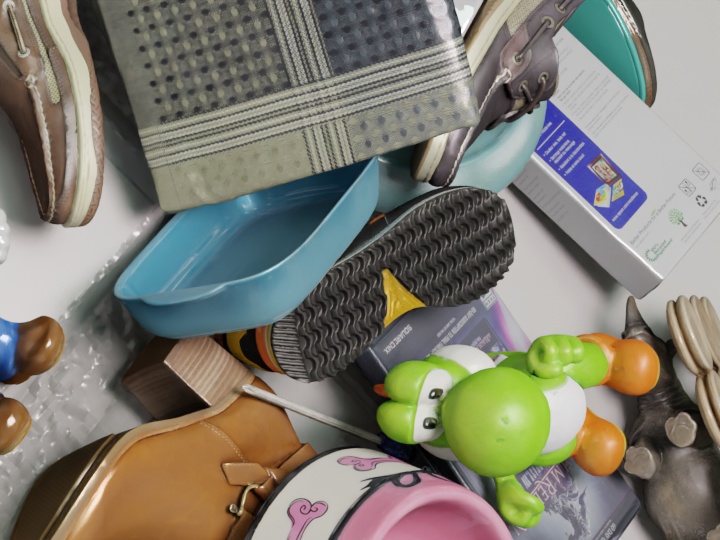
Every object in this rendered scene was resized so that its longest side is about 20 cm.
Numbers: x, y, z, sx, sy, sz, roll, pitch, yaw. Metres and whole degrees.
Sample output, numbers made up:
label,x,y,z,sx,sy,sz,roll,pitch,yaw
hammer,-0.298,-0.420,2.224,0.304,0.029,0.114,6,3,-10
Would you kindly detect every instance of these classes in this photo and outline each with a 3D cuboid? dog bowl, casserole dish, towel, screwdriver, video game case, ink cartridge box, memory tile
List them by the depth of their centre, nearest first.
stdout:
label,x,y,z,sx,sy,sz,roll,pitch,yaw
dog bowl,0.017,0.199,1.421,0.200,0.074,0.201,-1,91,-50
towel,-0.049,-0.147,1.447,0.200,0.035,0.193,-15,101,5
casserole dish,-0.058,-0.016,1.448,0.200,0.121,0.039,-54,129,-53
screwdriver,0.003,0.093,1.484,0.200,0.029,0.028,30,45,-47
video game case,0.086,0.099,1.555,0.200,0.019,0.143,55,36,-6
memory tile,0.241,0.110,1.627,0.200,0.017,0.153,69,14,5
ink cartridge box,0.140,-0.084,1.648,0.200,0.039,0.099,45,57,0

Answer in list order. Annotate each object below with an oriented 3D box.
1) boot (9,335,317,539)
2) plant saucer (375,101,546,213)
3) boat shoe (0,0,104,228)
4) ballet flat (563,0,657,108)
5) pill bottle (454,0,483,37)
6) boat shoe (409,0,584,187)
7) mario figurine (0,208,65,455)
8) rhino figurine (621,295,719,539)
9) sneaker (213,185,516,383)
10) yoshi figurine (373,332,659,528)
label,x,y,z,sx,sy,sz,roll,pitch,yaw
boot,-0.093,0.141,1.412,0.155,0.074,0.200,48,57,-17
plant saucer,0.028,-0.130,1.584,0.200,0.027,0.200,7,68,-18
boat shoe,-0.194,-0.118,1.438,0.075,0.075,0.203,-4,70,-21
ballet flat,0.138,-0.194,1.684,0.200,0.068,0.068,51,45,-10
pill bottle,-0.027,-0.185,1.506,0.200,0.111,0.111,30,58,-1
boat shoe,0.091,-0.125,1.551,0.065,0.072,0.200,29,57,-3
mario figurine,-0.241,0.015,1.328,0.200,0.106,0.124,35,23,-28
rhino figurine,0.197,0.112,1.616,0.087,0.060,0.200,10,62,-72
sneaker,0.000,0.000,1.500,0.200,0.090,0.070,-29,113,-35
yoshi figurine,0.098,0.084,1.472,0.200,0.112,0.113,1,67,-48
